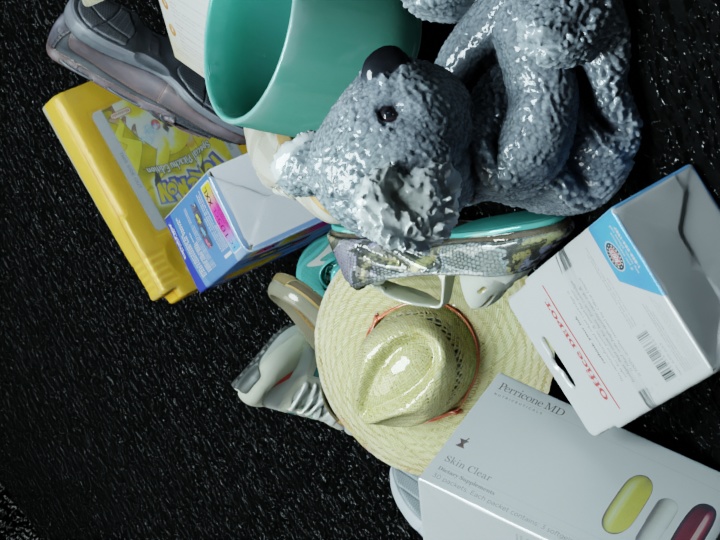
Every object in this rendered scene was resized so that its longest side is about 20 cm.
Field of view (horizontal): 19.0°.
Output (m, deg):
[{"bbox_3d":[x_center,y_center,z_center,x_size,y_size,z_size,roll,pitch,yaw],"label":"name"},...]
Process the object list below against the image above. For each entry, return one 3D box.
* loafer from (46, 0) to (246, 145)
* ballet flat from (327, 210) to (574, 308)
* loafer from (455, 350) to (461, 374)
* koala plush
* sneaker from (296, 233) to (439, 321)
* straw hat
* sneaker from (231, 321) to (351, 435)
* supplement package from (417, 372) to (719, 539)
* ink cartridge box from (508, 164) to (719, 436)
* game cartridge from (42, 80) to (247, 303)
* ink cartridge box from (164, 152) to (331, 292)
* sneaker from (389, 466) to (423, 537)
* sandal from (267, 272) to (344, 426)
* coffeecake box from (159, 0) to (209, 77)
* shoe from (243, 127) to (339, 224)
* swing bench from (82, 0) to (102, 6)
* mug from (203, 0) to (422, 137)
[{"bbox_3d":[-0.174,-0.162,1.823,0.199,0.072,0.063,32,130,-20],"label":"loafer"},{"bbox_3d":[0.067,-0.008,1.500,0.199,0.072,0.073,0,121,37],"label":"ballet flat"},{"bbox_3d":[0.089,0.114,1.647,0.200,0.068,0.075,44,-168,35],"label":"loafer"},{"bbox_3d":[0.053,-0.083,1.316,0.177,0.199,0.185,30,145,52],"label":"koala plush"},{"bbox_3d":[0.000,0.000,1.699,0.199,0.079,0.078,5,95,59],"label":"sneaker"},{"bbox_3d":[0.037,0.070,1.565,0.199,0.085,0.203,7,107,23],"label":"straw hat"},{"bbox_3d":[-0.030,0.097,1.835,0.093,0.070,0.199,46,-160,14],"label":"sneaker"},{"bbox_3d":[0.154,0.192,1.485,0.199,0.111,0.157,23,143,25],"label":"supplement package"},{"bbox_3d":[0.176,0.024,1.358,0.116,0.066,0.200,58,159,5],"label":"ink cartridge box"},{"bbox_3d":[-0.158,-0.086,1.856,0.032,0.176,0.201,-34,86,46],"label":"game cartridge"},{"bbox_3d":[-0.074,-0.051,1.749,0.077,0.136,0.200,65,160,2],"label":"ink cartridge box"},{"bbox_3d":[0.093,0.234,1.827,0.200,0.073,0.071,46,152,33],"label":"sneaker"},{"bbox_3d":[-0.011,0.088,1.692,0.200,0.054,0.080,48,164,-7],"label":"sandal"},{"bbox_3d":[-0.103,-0.238,1.659,0.153,0.073,0.201,37,149,47],"label":"coffeecake box"},{"bbox_3d":[-0.044,-0.086,1.553,0.054,0.069,0.200,-62,32,25],"label":"shoe"},{"bbox_3d":[-0.251,-0.356,1.783,0.199,0.129,0.200,30,144,45],"label":"swing bench"},{"bbox_3d":[-0.030,-0.179,1.488,0.152,0.114,0.186,-54,37,43],"label":"mug"}]
